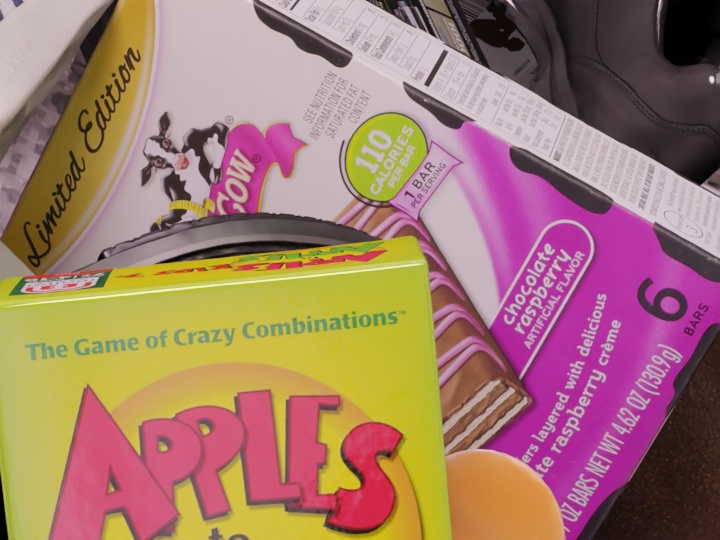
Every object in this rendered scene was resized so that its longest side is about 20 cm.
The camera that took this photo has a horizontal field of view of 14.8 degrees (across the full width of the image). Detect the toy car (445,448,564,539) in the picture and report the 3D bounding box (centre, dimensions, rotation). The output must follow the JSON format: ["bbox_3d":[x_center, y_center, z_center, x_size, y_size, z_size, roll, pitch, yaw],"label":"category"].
[{"bbox_3d":[-0.003,0.126,0.739,0.177,0.200,0.184,47,38,2],"label":"toy car"}]

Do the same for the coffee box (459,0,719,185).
[{"bbox_3d":[0.111,-0.126,1.172,0.199,0.080,0.113,23,43,-26],"label":"coffee box"}]

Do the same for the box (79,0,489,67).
[{"bbox_3d":[-0.042,-0.118,0.952,0.201,0.086,0.164,65,17,10],"label":"box"}]

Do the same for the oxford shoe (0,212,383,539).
[{"bbox_3d":[-0.062,0.038,0.727,0.199,0.073,0.085,-14,69,-36],"label":"oxford shoe"}]

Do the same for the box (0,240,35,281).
[{"bbox_3d":[-0.160,0.066,0.736,0.078,0.095,0.200,45,36,0],"label":"box"}]

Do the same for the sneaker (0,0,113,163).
[{"bbox_3d":[-0.123,-0.066,0.747,0.084,0.075,0.200,34,8,-5],"label":"sneaker"}]

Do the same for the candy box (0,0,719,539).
[{"bbox_3d":[0.000,0.000,0.832,0.199,0.137,0.061,29,21,0],"label":"candy box"}]

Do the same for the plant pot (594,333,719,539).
[{"bbox_3d":[0.137,0.088,0.946,0.187,0.187,0.201,-25,88,-51],"label":"plant pot"}]

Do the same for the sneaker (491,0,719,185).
[{"bbox_3d":[0.097,-0.100,1.008,0.076,0.091,0.201,22,40,-39],"label":"sneaker"}]

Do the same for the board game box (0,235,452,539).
[{"bbox_3d":[-0.026,0.098,0.651,0.048,0.101,0.201,-101,-175,-82],"label":"board game box"}]
